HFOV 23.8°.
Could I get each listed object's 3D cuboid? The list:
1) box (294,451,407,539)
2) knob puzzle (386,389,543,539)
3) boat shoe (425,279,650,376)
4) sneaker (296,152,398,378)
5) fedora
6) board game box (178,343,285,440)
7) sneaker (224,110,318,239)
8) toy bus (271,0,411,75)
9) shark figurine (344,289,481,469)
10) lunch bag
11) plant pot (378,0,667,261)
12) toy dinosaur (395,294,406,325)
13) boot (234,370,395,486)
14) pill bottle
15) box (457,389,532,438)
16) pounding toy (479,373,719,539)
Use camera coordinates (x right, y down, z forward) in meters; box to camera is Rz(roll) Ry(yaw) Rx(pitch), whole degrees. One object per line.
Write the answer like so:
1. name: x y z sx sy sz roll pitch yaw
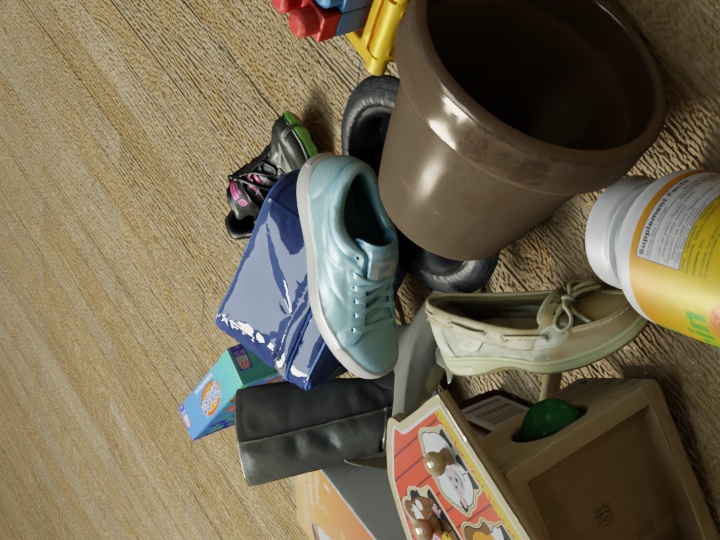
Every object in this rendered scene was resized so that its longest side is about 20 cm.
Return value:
1. box: 0.025 0.249 1.705 0.200 0.106 0.153 48 152 40
2. knob puzzle: 0.070 0.201 1.314 0.220 0.030 0.221 43 148 35
3. boat shoe: 0.138 0.038 1.360 0.200 0.073 0.063 -8 117 45
4. sneaker: 0.000 0.000 1.442 0.082 0.074 0.201 6 116 59
5. fedora: 0.072 -0.082 1.438 0.200 0.091 0.202 36 139 40
6. board game box: -0.096 0.110 1.818 0.045 0.151 0.200 64 153 13
7. sneaker: -0.093 -0.087 1.764 0.077 0.083 0.200 59 151 23
8. toy bus: 0.010 -0.254 1.347 0.201 0.191 0.136 60 152 26
9. shark figurine: 0.037 0.093 1.536 0.128 0.089 0.216 117 175 -70
10. lunch bag: -0.032 0.016 1.584 0.132 0.136 0.201 33 116 19
11. plant pot: 0.096 -0.100 1.239 0.201 0.199 0.175 58 140 25
12. toy dinosaur: -0.001 -0.021 1.682 0.200 0.060 0.106 45 168 49
13. boot: -0.015 0.174 1.623 0.073 0.199 0.183 78 -179 -60
14. pill bottle: 0.243 -0.007 1.143 0.200 0.111 0.112 23 126 56
15. box: 0.134 0.219 1.535 0.100 0.075 0.201 19 125 58
16. pounding toy: 0.166 0.163 1.347 0.142 0.183 0.201 -6 110 62
